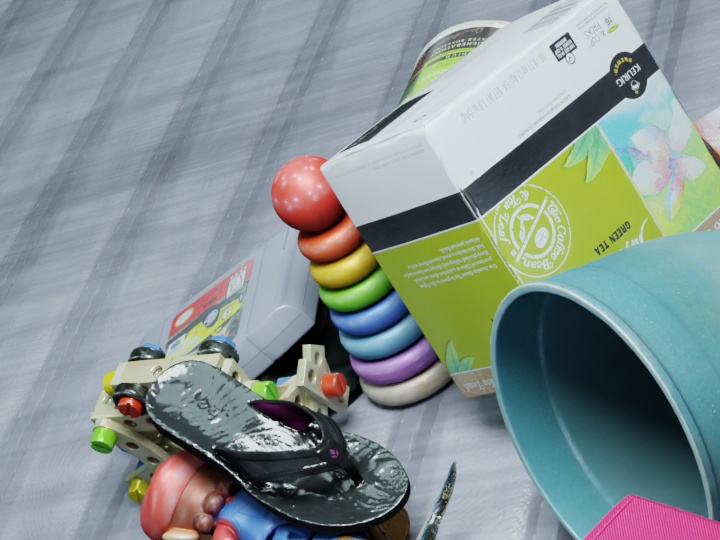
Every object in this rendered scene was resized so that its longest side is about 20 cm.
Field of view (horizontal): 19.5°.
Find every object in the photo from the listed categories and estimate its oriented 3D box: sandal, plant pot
[{"bbox_3d":[-0.061,0.113,1.385,0.200,0.048,0.075,23,61,24],"label":"sandal"},{"bbox_3d":[0.211,0.060,1.253,0.188,0.200,0.200,-27,26,-24],"label":"plant pot"}]

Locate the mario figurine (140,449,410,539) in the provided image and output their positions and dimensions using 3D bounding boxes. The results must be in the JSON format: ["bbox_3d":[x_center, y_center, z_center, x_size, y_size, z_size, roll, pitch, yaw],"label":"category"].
[{"bbox_3d":[-0.063,0.182,1.442,0.200,0.106,0.123,10,11,35],"label":"mario figurine"}]

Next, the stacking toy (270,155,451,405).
[{"bbox_3d":[0.000,0.000,1.511,0.085,0.200,0.085,-22,30,14],"label":"stacking toy"}]

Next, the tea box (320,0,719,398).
[{"bbox_3d":[0.119,-0.052,1.423,0.200,0.197,0.134,-40,13,-32],"label":"tea box"}]

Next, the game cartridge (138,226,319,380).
[{"bbox_3d":[-0.111,0.055,1.638,0.200,0.041,0.133,-36,28,26],"label":"game cartridge"}]

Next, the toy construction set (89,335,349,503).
[{"bbox_3d":[-0.111,0.103,1.525,0.200,0.131,0.092,-18,42,20],"label":"toy construction set"}]

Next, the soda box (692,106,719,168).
[{"bbox_3d":[0.306,-0.051,1.435,0.068,0.064,0.200,-31,37,-2],"label":"soda box"}]

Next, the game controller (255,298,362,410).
[{"bbox_3d":[-0.039,0.048,1.649,0.104,0.042,0.200,-7,35,11],"label":"game controller"}]

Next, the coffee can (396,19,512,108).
[{"bbox_3d":[0.085,-0.078,1.612,0.146,0.146,0.200,-13,33,28],"label":"coffee can"}]

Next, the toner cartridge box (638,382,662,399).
[{"bbox_3d":[0.205,0.059,1.397,0.200,0.043,0.095,-32,30,-4],"label":"toner cartridge box"}]

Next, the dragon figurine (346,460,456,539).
[{"bbox_3d":[0.020,0.213,1.308,0.200,0.059,0.099,-41,31,-18],"label":"dragon figurine"}]

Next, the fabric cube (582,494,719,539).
[{"bbox_3d":[0.173,0.253,0.972,0.200,0.196,0.199,-44,32,-25],"label":"fabric cube"}]
